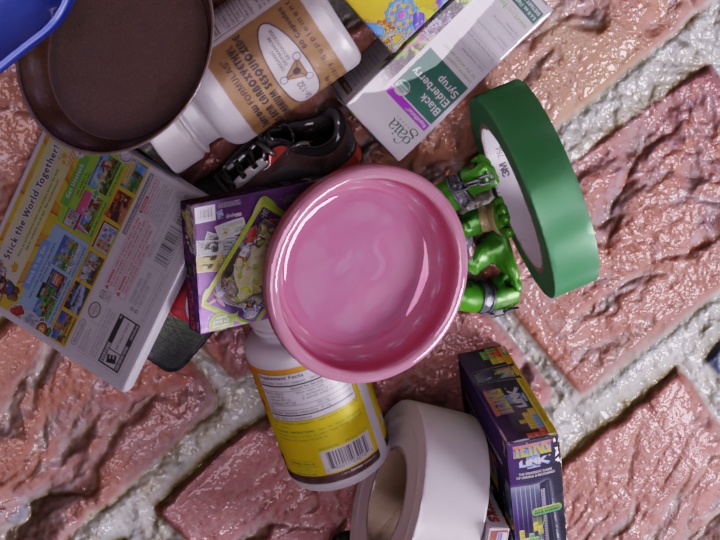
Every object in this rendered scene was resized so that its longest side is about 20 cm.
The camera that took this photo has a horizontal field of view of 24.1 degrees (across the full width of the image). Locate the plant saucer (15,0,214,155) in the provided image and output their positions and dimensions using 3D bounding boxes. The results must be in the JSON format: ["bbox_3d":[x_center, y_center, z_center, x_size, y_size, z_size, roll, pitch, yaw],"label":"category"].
[{"bbox_3d":[-0.209,-0.197,1.473,0.198,0.034,0.203,-3,82,23],"label":"plant saucer"}]

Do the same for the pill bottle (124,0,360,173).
[{"bbox_3d":[-0.108,-0.180,1.513,0.199,0.114,0.115,-34,115,3],"label":"pill bottle"}]

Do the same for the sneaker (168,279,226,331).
[{"bbox_3d":[-0.111,-0.013,1.608,0.199,0.112,0.072,-34,116,-33],"label":"sneaker"}]

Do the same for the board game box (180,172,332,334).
[{"bbox_3d":[-0.067,-0.021,1.535,0.198,0.032,0.121,-12,104,-31],"label":"board game box"}]

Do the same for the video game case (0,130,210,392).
[{"bbox_3d":[-0.246,-0.019,1.549,0.181,0.023,0.201,31,105,11],"label":"video game case"}]

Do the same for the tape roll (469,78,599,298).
[{"bbox_3d":[0.161,-0.076,1.567,0.048,0.201,0.202,-23,115,-3],"label":"tape roll"}]

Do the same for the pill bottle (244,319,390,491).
[{"bbox_3d":[-0.047,0.106,1.644,0.108,0.109,0.202,-20,114,-4],"label":"pill bottle"}]

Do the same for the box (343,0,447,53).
[{"bbox_3d":[0.028,-0.338,1.476,0.200,0.122,0.193,-42,114,5],"label":"box"}]

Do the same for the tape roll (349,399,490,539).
[{"bbox_3d":[0.056,0.233,1.667,0.070,0.203,0.204,15,108,-17],"label":"tape roll"}]

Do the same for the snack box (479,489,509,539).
[{"bbox_3d":[0.108,0.237,1.680,0.024,0.200,0.073,4,111,-12],"label":"snack box"}]

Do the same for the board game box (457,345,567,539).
[{"bbox_3d":[0.150,0.193,1.673,0.056,0.200,0.167,-11,113,-6],"label":"board game box"}]

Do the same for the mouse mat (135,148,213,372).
[{"bbox_3d":[-0.203,-0.010,1.620,0.200,0.008,0.161,38,99,-22],"label":"mouse mat"}]

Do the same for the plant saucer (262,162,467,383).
[{"bbox_3d":[0.000,0.000,1.527,0.199,0.051,0.203,-7,106,-24],"label":"plant saucer"}]

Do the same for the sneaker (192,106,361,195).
[{"bbox_3d":[-0.096,-0.098,1.558,0.199,0.077,0.082,-29,144,-12],"label":"sneaker"}]

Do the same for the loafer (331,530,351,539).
[{"bbox_3d":[-0.004,0.370,1.780,0.067,0.070,0.203,-6,112,-11],"label":"loafer"}]

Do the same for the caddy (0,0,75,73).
[{"bbox_3d":[-0.331,-0.237,1.425,0.199,0.105,0.142,-38,93,4],"label":"caddy"}]

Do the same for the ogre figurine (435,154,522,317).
[{"bbox_3d":[0.089,-0.019,1.632,0.119,0.099,0.200,-17,158,2],"label":"ogre figurine"}]

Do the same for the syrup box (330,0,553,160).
[{"bbox_3d":[0.073,-0.205,1.562,0.200,0.082,0.079,-44,113,5],"label":"syrup box"}]
